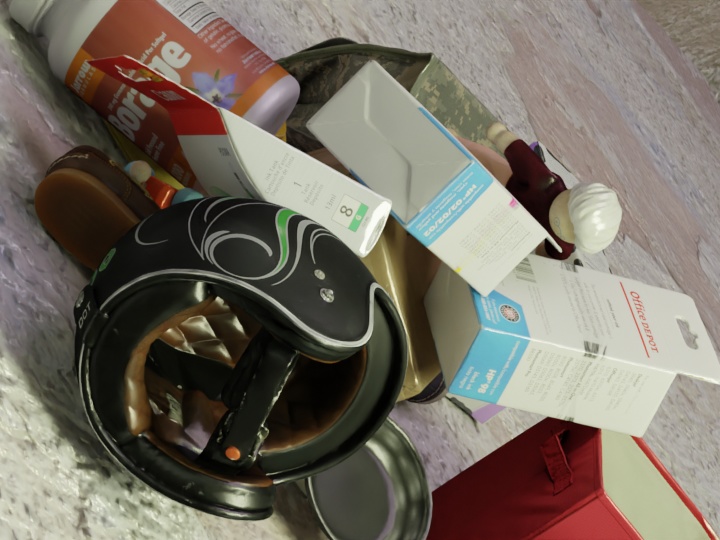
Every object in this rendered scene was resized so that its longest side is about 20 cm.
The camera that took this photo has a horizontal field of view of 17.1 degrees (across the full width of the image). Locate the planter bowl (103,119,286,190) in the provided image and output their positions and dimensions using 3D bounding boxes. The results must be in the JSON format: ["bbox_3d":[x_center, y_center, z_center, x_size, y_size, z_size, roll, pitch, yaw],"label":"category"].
[{"bbox_3d":[-0.115,-0.118,1.848,0.200,0.083,0.201,49,19,-23],"label":"planter bowl"}]

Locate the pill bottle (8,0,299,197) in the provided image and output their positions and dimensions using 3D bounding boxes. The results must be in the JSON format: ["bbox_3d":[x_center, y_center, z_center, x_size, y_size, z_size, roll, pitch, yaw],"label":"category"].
[{"bbox_3d":[-0.151,-0.153,1.725,0.200,0.112,0.112,40,17,4],"label":"pill bottle"}]

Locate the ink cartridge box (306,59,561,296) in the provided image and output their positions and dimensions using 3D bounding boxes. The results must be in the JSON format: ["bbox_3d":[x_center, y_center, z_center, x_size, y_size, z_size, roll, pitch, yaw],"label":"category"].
[{"bbox_3d":[0.056,-0.055,1.671,0.115,0.068,0.200,47,5,29],"label":"ink cartridge box"}]

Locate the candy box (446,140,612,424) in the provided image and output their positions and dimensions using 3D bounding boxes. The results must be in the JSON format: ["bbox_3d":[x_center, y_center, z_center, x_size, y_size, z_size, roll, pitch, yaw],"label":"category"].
[{"bbox_3d":[0.133,0.010,2.139,0.072,0.168,0.200,40,24,-38],"label":"candy box"}]

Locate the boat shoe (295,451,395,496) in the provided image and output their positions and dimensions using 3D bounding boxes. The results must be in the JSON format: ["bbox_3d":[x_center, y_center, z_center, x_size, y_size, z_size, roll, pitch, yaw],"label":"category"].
[{"bbox_3d":[-0.053,0.083,1.688,0.200,0.059,0.072,52,18,-12],"label":"boat shoe"}]

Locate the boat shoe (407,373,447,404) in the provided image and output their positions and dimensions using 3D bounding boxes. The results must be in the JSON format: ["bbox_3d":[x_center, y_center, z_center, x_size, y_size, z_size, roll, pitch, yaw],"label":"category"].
[{"bbox_3d":[0.017,0.016,1.983,0.200,0.073,0.063,66,16,15],"label":"boat shoe"}]

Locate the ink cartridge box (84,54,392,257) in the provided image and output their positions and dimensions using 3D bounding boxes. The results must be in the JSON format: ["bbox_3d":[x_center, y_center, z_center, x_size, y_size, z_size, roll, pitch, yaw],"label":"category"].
[{"bbox_3d":[-0.092,-0.074,1.583,0.200,0.050,0.161,27,-5,-16],"label":"ink cartridge box"}]

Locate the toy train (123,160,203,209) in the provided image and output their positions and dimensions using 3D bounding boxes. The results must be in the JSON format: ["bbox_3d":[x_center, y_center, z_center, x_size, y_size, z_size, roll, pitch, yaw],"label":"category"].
[{"bbox_3d":[-0.080,-0.004,1.650,0.200,0.056,0.150,28,-3,36],"label":"toy train"}]

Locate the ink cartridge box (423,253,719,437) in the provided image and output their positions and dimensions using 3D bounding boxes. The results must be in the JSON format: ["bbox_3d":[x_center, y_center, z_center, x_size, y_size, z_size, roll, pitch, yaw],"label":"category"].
[{"bbox_3d":[0.156,0.053,1.760,0.199,0.067,0.116,14,32,-18],"label":"ink cartridge box"}]

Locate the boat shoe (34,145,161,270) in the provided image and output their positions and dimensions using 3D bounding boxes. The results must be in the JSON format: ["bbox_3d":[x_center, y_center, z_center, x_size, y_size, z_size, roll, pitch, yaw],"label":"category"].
[{"bbox_3d":[-0.134,-0.002,1.605,0.200,0.070,0.070,53,21,-11],"label":"boat shoe"}]

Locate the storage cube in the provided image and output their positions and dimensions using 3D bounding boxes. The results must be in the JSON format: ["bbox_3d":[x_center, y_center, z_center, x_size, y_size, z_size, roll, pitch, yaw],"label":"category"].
[{"bbox_3d":[0.156,0.227,1.788,0.200,0.180,0.171,50,18,-17],"label":"storage cube"}]

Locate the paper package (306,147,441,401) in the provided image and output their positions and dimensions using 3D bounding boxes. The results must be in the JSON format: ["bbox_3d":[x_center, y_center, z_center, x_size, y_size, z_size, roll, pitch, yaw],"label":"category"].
[{"bbox_3d":[0.000,0.000,1.831,0.200,0.103,0.191,-41,118,-73],"label":"paper package"}]

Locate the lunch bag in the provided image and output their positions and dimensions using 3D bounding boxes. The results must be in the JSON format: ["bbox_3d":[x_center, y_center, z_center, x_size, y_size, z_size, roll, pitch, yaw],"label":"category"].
[{"bbox_3d":[0.015,-0.117,2.066,0.200,0.118,0.164,12,-21,43],"label":"lunch bag"}]

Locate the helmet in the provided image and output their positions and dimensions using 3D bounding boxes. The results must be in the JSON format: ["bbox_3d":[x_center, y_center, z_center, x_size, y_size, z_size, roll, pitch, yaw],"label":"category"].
[{"bbox_3d":[-0.074,0.048,1.481,0.200,0.200,0.191,54,18,-5],"label":"helmet"}]

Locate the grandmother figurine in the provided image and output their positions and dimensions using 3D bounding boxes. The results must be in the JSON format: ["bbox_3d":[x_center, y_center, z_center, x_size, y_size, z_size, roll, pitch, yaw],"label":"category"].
[{"bbox_3d":[0.123,-0.052,1.791,0.200,0.061,0.121,21,-28,54],"label":"grandmother figurine"}]

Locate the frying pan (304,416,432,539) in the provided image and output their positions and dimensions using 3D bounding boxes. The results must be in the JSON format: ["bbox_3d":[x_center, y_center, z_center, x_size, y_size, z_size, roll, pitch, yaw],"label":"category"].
[{"bbox_3d":[0.005,0.184,1.629,0.115,0.031,0.191,17,61,-39],"label":"frying pan"}]
